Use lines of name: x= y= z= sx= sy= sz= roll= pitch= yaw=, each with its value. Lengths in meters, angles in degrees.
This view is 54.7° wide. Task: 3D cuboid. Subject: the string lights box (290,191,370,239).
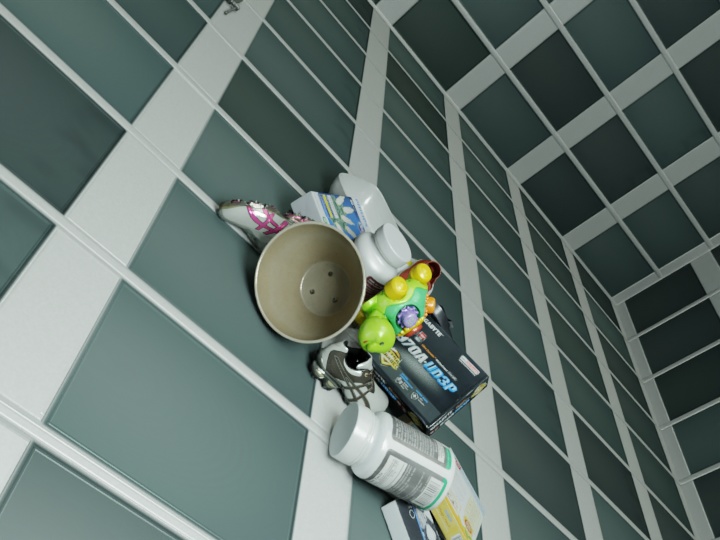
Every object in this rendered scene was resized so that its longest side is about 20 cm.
string lights box: x=-0.056 y=-0.100 z=1.453 sx=0.198 sy=0.058 sz=0.105 roll=-4 pitch=70 yaw=-62

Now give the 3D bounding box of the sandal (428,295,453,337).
sandal: x=0.165 y=0.097 z=1.409 sx=0.076 sy=0.043 sz=0.201 roll=47 pitch=-6 yaw=18

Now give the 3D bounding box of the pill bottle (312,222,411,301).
pill bottle: x=0.000 y=0.000 z=1.355 sx=0.112 sy=0.198 sz=0.115 roll=39 pitch=30 yaw=-28

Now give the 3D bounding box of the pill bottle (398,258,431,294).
pill bottle: x=0.091 y=0.018 z=1.605 sx=0.198 sy=0.103 sz=0.106 roll=17 pitch=45 yaw=-53

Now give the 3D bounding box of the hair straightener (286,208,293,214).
hair straightener: x=-0.131 y=-0.084 z=1.420 sx=0.077 sy=0.040 sz=0.203 roll=42 pitch=33 yaw=-26

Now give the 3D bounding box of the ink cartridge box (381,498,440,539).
ink cartridge box: x=0.107 y=0.485 z=1.169 sx=0.098 sy=0.039 sz=0.204 roll=15 pitch=48 yaw=-55

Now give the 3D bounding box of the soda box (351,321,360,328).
soda box: x=0.051 y=0.088 z=1.494 sx=0.198 sy=0.067 sz=0.065 roll=14 pitch=47 yaw=-55

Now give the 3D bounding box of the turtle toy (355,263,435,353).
turtle toy: x=0.060 y=0.079 z=1.269 sx=0.198 sy=0.145 sz=0.103 roll=-27 pitch=81 yaw=-44

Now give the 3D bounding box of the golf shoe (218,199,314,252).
golf shoe: x=-0.172 y=-0.072 z=1.282 sx=0.196 sy=0.072 sz=0.095 roll=16 pitch=81 yaw=-30

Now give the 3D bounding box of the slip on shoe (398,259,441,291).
slip on shoe: x=0.118 y=0.030 z=1.495 sx=0.200 sy=0.060 sz=0.076 roll=-41 pitch=117 yaw=-52

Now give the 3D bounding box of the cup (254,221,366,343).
cup: x=-0.076 y=0.026 z=1.238 sx=0.204 sy=0.197 sz=0.143 roll=60 pitch=5 yaw=10

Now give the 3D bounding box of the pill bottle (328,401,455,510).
pill bottle: x=0.052 y=0.307 z=1.161 sx=0.197 sy=0.114 sz=0.114 roll=32 pitch=32 yaw=-16

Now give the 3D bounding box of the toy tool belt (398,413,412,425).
toy tool belt: x=0.113 y=0.212 z=1.405 sx=0.126 sy=0.120 sz=0.203 roll=66 pitch=6 yaw=-48

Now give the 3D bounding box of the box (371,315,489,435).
box: x=0.119 y=0.187 z=1.311 sx=0.200 sy=0.157 sz=0.047 roll=46 pitch=-22 yaw=30

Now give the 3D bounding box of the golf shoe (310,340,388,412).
golf shoe: x=0.001 y=0.196 z=1.255 sx=0.199 sy=0.094 sz=0.079 roll=39 pitch=29 yaw=-35

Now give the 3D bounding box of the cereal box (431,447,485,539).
cereal box: x=0.175 y=0.431 z=1.314 sx=0.146 sy=0.039 sz=0.199 roll=61 pitch=15 yaw=8

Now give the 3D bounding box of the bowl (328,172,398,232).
bowl: x=0.007 y=-0.118 z=1.649 sx=0.198 sy=0.074 sz=0.204 roll=7 pitch=53 yaw=-57

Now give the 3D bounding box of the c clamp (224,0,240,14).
c clamp: x=-0.365 y=-0.751 z=1.781 sx=0.202 sy=0.027 sz=0.171 roll=53 pitch=26 yaw=-9
